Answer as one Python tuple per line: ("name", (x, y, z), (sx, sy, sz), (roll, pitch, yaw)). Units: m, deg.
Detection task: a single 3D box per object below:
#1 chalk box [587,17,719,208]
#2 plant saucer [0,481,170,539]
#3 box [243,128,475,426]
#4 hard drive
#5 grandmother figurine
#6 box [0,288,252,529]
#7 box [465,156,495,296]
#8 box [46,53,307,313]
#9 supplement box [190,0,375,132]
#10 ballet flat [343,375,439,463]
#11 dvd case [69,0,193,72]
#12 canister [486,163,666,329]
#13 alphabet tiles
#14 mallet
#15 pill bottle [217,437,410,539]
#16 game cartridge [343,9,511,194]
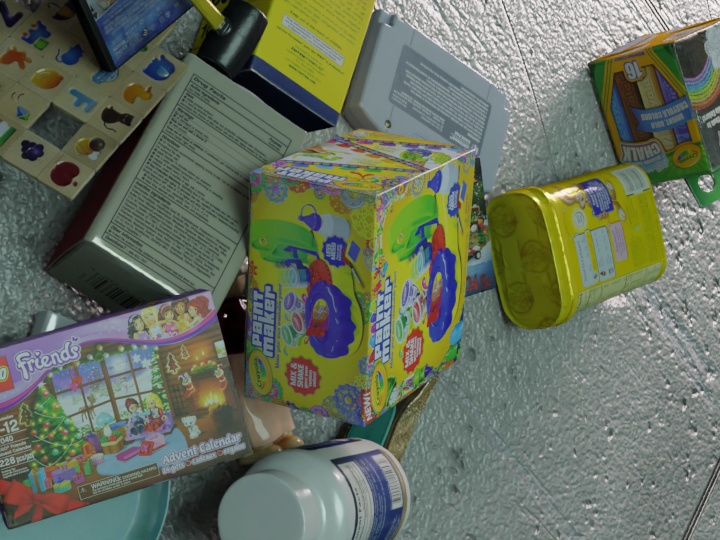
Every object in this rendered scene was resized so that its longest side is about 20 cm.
("chalk box", (0.370, -0.172, 1.883), (0.125, 0.124, 0.200), (-28, 104, -41))
("plant saucer", (-0.243, 0.172, 1.320), (0.200, 0.027, 0.200), (7, 80, -41))
("box", (0.000, 0.000, 1.409), (0.193, 0.122, 0.200), (-29, 126, -57))
("hard drive", (-0.240, 0.150, 1.361), (0.132, 0.027, 0.200), (28, 68, -36))
("grandmother figurine", (-0.108, 0.071, 1.472), (0.121, 0.061, 0.200), (-20, 97, -69))
("box", (-0.197, 0.105, 1.275), (0.200, 0.039, 0.137), (-16, 96, -17))
("box", (0.040, -0.027, 1.601), (0.200, 0.038, 0.137), (-16, 104, -36))
("box", (-0.155, -0.059, 1.389), (0.128, 0.109, 0.200), (34, 62, -17))
("supplement box", (-0.067, -0.235, 1.506), (0.110, 0.109, 0.200), (32, 64, -35))
("ballet flat", (0.033, 0.130, 1.595), (0.200, 0.070, 0.065), (-60, 149, -26))
("dvd case", (-0.192, -0.279, 1.308), (0.143, 0.018, 0.200), (-45, 134, -29))
("canister", (0.237, -0.031, 1.772), (0.200, 0.087, 0.149), (-17, 97, -43))
("alphabet tiles", (-0.246, -0.165, 1.337), (0.167, 0.008, 0.200), (31, 58, 9))
("mallet", (-0.137, -0.241, 1.340), (0.066, 0.041, 0.200), (-55, 142, -20))
("pill bottle", (-0.042, 0.208, 1.430), (0.200, 0.111, 0.111), (2, 83, -66))
("game cartridge", (0.069, -0.161, 1.670), (0.200, 0.040, 0.133), (30, 62, -35))
